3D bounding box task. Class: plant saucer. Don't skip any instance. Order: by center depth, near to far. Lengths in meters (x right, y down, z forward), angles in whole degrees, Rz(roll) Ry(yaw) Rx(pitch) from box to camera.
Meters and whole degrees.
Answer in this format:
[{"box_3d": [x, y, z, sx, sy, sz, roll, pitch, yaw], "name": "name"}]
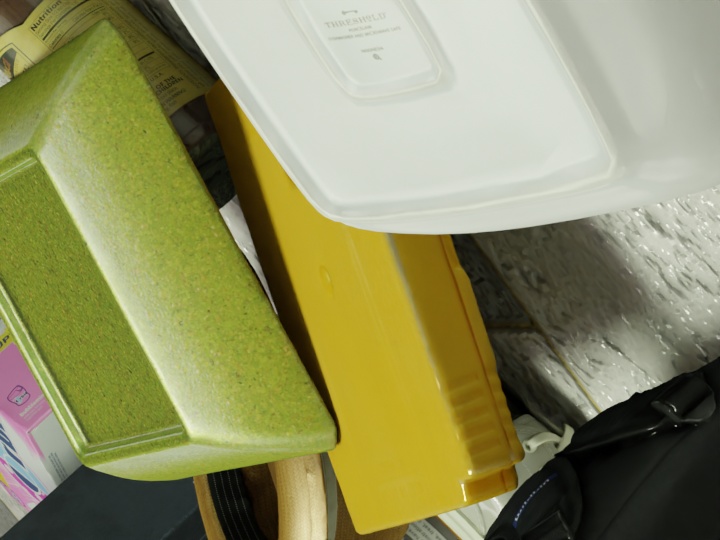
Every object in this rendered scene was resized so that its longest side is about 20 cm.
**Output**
[{"box_3d": [-0.112, 0.009, 1.125, 0.201, 0.048, 0.200, 61, 154, -5], "name": "plant saucer"}]

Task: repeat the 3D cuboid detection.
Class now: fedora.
[{"box_3d": [-0.024, 0.079, 1.213, 0.201, 0.081, 0.202, 174, 90, -72], "name": "fedora"}]

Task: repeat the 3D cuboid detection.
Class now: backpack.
[{"box_3d": [0.109, 0.107, 0.916, 0.154, 0.163, 0.200, 43, 171, -12], "name": "backpack"}]

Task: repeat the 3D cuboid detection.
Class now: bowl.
[{"box_3d": [0.019, -0.090, 0.756, 0.200, 0.075, 0.200, -7, 125, 44], "name": "bowl"}]

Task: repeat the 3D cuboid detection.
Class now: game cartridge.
[{"box_3d": [0.000, 0.000, 1.016, 0.176, 0.032, 0.201, 149, 102, -72], "name": "game cartridge"}]

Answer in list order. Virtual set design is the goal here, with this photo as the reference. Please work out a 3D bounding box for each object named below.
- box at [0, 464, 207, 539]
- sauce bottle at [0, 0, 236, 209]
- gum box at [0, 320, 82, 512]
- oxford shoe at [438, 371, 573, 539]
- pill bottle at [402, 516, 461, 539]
[{"box_3d": [-0.141, 0.240, 1.660, 0.124, 0.200, 0.197, 26, 151, 50], "name": "box"}, {"box_3d": [-0.128, -0.101, 1.165, 0.200, 0.065, 0.065, 43, 161, 26], "name": "sauce bottle"}, {"box_3d": [-0.211, 0.116, 1.779, 0.113, 0.066, 0.200, 34, 157, 33], "name": "gum box"}, {"box_3d": [0.083, 0.099, 1.099, 0.200, 0.075, 0.058, 39, 124, 20], "name": "oxford shoe"}, {"box_3d": [-0.014, 0.193, 1.283, 0.116, 0.200, 0.117, 41, 160, 19], "name": "pill bottle"}]
